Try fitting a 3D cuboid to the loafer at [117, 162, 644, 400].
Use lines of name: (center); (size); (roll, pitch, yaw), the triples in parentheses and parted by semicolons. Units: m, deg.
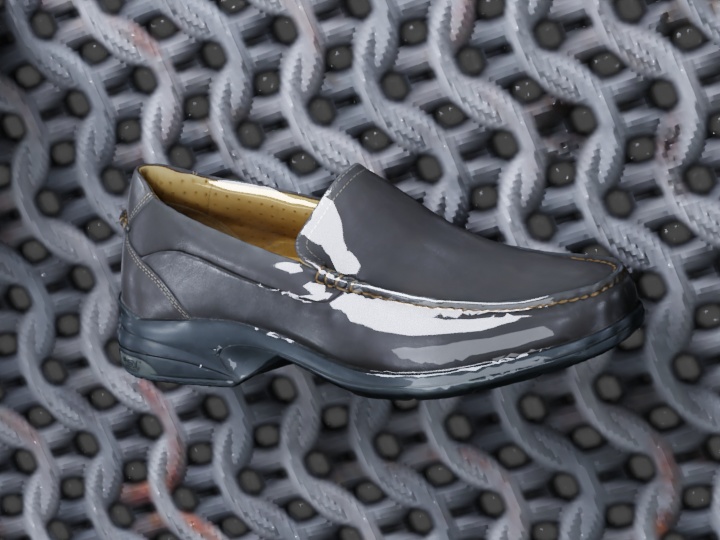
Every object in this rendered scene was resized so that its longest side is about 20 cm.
loafer: (0.000, 0.000, 1.026); (0.199, 0.073, 0.073); (0, 107, 25)
